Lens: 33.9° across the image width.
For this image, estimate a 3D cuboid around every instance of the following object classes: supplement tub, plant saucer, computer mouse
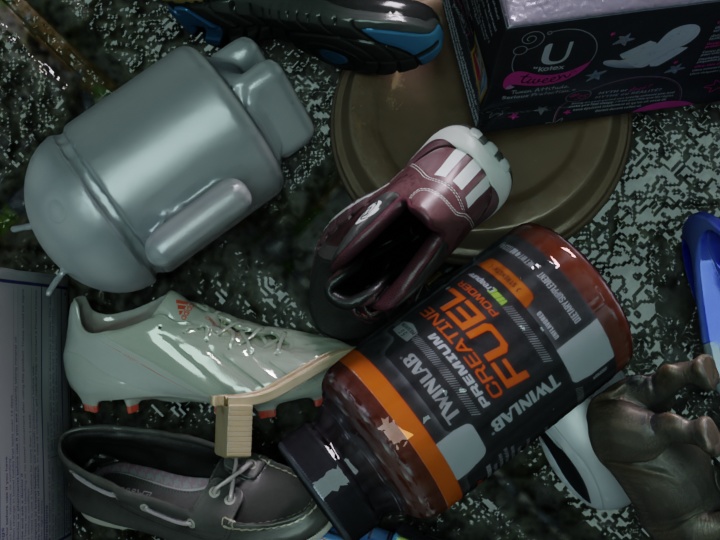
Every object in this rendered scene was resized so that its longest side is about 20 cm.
[{"bbox_3d":[0.052,0.069,0.680,0.200,0.107,0.107,-37,85,-10],"label":"supplement tub"},{"bbox_3d":[0.077,-0.102,0.767,0.199,0.029,0.201,-2,73,5],"label":"plant saucer"},{"bbox_3d":[0.130,0.061,0.761,0.109,0.044,0.200,-33,87,-16],"label":"computer mouse"}]

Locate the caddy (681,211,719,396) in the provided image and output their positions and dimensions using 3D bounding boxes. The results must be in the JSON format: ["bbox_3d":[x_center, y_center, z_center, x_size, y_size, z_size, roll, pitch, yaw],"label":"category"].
[{"bbox_3d":[0.261,0.049,0.712,0.105,0.141,0.201,-24,85,0],"label":"caddy"}]

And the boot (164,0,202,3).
[{"bbox_3d":[-0.098,-0.256,0.671,0.174,0.200,0.066,-16,55,20],"label":"boot"}]

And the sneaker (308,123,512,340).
[{"bbox_3d":[0.000,0.000,0.701,0.076,0.116,0.200,42,135,2],"label":"sneaker"}]

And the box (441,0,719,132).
[{"bbox_3d":[0.158,-0.178,0.709,0.199,0.115,0.133,-8,67,-8],"label":"box"}]

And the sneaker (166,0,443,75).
[{"bbox_3d":[-0.033,-0.182,0.758,0.199,0.073,0.082,17,78,25],"label":"sneaker"}]

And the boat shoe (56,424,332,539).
[{"bbox_3d":[-0.111,0.134,0.736,0.199,0.067,0.057,1,130,30],"label":"boat shoe"}]

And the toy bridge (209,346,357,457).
[{"bbox_3d":[0.002,0.082,0.740,0.199,0.027,0.068,3,87,-24],"label":"toy bridge"}]

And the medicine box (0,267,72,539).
[{"bbox_3d":[-0.253,0.091,0.718,0.102,0.200,0.183,-2,87,4],"label":"medicine box"}]

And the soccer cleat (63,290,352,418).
[{"bbox_3d":[-0.100,0.051,0.772,0.199,0.069,0.078,-1,104,7],"label":"soccer cleat"}]

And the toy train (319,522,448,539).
[{"bbox_3d":[-0.013,0.208,0.756,0.199,0.087,0.115,19,80,8],"label":"toy train"}]

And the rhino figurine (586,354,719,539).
[{"bbox_3d":[0.204,0.141,0.720,0.087,0.060,0.201,-12,120,39],"label":"rhino figurine"}]

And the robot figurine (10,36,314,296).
[{"bbox_3d":[-0.129,-0.063,0.753,0.200,0.170,0.113,-35,128,-5],"label":"robot figurine"}]
